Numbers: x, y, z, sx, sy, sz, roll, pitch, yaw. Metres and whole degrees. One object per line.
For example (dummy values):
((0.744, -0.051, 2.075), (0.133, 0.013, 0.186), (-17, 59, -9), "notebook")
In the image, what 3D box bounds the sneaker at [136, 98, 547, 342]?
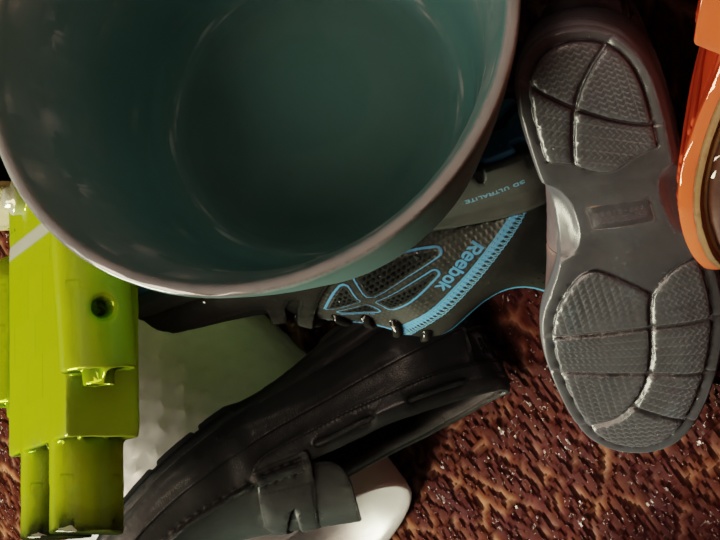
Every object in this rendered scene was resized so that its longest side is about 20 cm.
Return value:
((0.000, 0.000, 0.993), (0.199, 0.073, 0.082), (-15, 119, 18), "sneaker")

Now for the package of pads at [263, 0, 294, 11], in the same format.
((-0.059, -0.116, 1.069), (0.200, 0.068, 0.155), (49, 147, 19), "package of pads")

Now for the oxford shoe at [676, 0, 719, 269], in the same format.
((0.146, -0.061, 0.820), (0.072, 0.072, 0.200), (8, 149, 8), "oxford shoe")

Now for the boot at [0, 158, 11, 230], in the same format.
((-0.199, -0.060, 1.168), (0.155, 0.199, 0.073), (95, -175, -83), "boot")

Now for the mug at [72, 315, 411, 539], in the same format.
((-0.068, 0.065, 1.168), (0.200, 0.147, 0.176), (-48, 70, 24), "mug")

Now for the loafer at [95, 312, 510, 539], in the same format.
((-0.026, 0.083, 1.057), (0.071, 0.200, 0.068), (52, 173, 16), "loafer")

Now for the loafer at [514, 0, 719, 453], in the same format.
((0.101, -0.023, 0.930), (0.071, 0.063, 0.201), (-2, 127, 14), "loafer")

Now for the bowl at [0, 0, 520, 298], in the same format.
((-0.029, -0.073, 0.914), (0.201, 0.201, 0.105), (47, 179, 22), "bowl")

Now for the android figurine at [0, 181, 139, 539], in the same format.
((-0.125, 0.012, 1.029), (0.182, 0.041, 0.201), (161, 108, -70), "android figurine")
